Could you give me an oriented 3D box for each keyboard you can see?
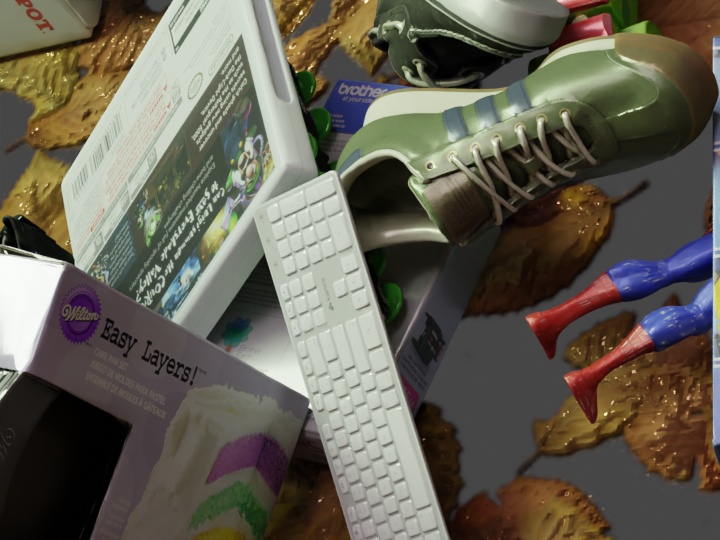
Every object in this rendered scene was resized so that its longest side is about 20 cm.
[{"bbox_3d":[-0.001,0.057,1.290,0.056,0.011,0.200,-25,79,45],"label":"keyboard"}]

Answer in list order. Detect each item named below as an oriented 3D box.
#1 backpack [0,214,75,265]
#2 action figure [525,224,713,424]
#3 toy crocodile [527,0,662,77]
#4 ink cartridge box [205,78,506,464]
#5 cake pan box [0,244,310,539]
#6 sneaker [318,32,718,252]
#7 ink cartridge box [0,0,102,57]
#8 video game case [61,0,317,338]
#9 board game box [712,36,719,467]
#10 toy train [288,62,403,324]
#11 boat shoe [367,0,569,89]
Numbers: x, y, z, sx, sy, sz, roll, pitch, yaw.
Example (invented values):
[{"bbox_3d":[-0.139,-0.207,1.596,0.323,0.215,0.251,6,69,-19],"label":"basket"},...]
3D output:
[{"bbox_3d":[-0.219,0.030,1.320,0.154,0.200,0.191,-39,52,3],"label":"backpack"},{"bbox_3d":[0.175,-0.005,1.284,0.200,0.052,0.065,-32,51,1],"label":"action figure"},{"bbox_3d":[0.115,-0.135,1.409,0.067,0.062,0.200,-17,49,21],"label":"toy crocodile"},{"bbox_3d":[0.000,0.000,1.395,0.119,0.042,0.200,8,65,37],"label":"ink cartridge box"},{"bbox_3d":[-0.121,0.106,1.256,0.052,0.200,0.185,8,73,38],"label":"cake pan box"},{"bbox_3d":[0.064,-0.046,1.278,0.200,0.067,0.090,-9,34,41],"label":"sneaker"},{"bbox_3d":[-0.263,-0.189,1.629,0.200,0.147,0.083,-9,52,25],"label":"ink cartridge box"},{"bbox_3d":[-0.091,-0.045,1.428,0.200,0.023,0.182,-54,35,35],"label":"video game case"},{"bbox_3d":[0.221,-0.012,1.227,0.135,0.034,0.200,-3,64,14],"label":"board game box"},{"bbox_3d":[-0.031,-0.034,1.389,0.056,0.042,0.200,-38,44,18],"label":"toy train"},{"bbox_3d":[0.049,-0.118,1.398,0.200,0.071,0.064,-137,65,-75],"label":"boat shoe"}]
